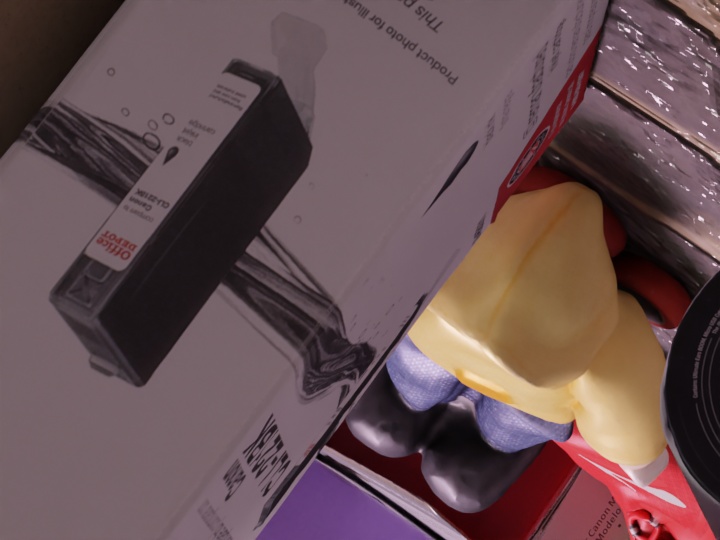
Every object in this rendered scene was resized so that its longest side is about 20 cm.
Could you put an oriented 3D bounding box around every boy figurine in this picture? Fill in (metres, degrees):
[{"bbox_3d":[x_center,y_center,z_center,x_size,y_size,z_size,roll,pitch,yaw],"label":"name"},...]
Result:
[{"bbox_3d":[0.048,0.026,0.806,0.124,0.065,0.200,37,165,2],"label":"boy figurine"}]

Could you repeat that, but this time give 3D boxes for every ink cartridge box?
[{"bbox_3d":[0.059,0.084,1.062,0.175,0.084,0.200,40,171,-30],"label":"ink cartridge box"},{"bbox_3d":[-0.030,-0.007,0.617,0.084,0.200,0.144,37,171,8],"label":"ink cartridge box"}]

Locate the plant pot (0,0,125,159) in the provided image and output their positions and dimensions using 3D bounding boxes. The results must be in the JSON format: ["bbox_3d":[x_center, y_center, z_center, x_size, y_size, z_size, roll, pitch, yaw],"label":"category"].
[{"bbox_3d":[-0.121,-0.120,0.632,0.200,0.135,0.200,38,172,7],"label":"plant pot"}]

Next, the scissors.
[{"bbox_3d":[0.032,-0.029,0.855,0.200,0.014,0.073,26,166,48],"label":"scissors"}]

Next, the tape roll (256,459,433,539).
[{"bbox_3d":[0.003,0.155,1.100,0.199,0.085,0.200,36,173,5],"label":"tape roll"}]

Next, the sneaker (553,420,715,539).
[{"bbox_3d":[0.129,0.114,0.946,0.200,0.085,0.077,44,169,-29],"label":"sneaker"}]

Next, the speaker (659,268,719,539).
[{"bbox_3d":[0.136,0.065,0.702,0.081,0.081,0.200,34,169,27],"label":"speaker"}]
